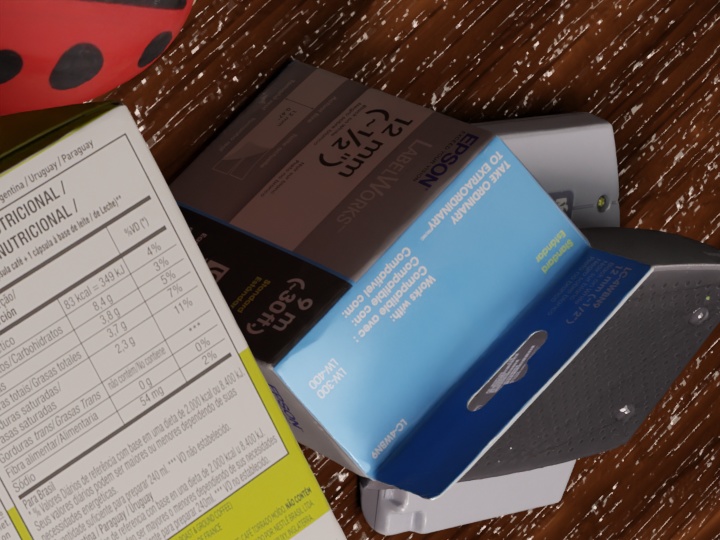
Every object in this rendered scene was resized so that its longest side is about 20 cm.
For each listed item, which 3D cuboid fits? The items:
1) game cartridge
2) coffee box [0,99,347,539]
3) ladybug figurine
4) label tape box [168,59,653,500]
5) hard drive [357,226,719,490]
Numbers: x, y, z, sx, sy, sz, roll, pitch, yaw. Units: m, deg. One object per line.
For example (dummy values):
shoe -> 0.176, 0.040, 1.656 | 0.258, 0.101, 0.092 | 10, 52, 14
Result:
game cartridge -> 0.066, 0.024, 1.379 | 0.133, 0.041, 0.200 | -6, 111, -37
coffee box -> -0.162, 0.072, 1.037 | 0.200, 0.200, 0.198 | -34, 106, -27
ladybug figurine -> -0.136, -0.121, 1.108 | 0.200, 0.072, 0.136 | 2, 105, -43
label tape box -> 0.000, 0.000, 1.191 | 0.143, 0.200, 0.066 | -46, 129, -19
hard drive -> 0.086, 0.037, 1.309 | 0.200, 0.042, 0.135 | -5, 137, -49
